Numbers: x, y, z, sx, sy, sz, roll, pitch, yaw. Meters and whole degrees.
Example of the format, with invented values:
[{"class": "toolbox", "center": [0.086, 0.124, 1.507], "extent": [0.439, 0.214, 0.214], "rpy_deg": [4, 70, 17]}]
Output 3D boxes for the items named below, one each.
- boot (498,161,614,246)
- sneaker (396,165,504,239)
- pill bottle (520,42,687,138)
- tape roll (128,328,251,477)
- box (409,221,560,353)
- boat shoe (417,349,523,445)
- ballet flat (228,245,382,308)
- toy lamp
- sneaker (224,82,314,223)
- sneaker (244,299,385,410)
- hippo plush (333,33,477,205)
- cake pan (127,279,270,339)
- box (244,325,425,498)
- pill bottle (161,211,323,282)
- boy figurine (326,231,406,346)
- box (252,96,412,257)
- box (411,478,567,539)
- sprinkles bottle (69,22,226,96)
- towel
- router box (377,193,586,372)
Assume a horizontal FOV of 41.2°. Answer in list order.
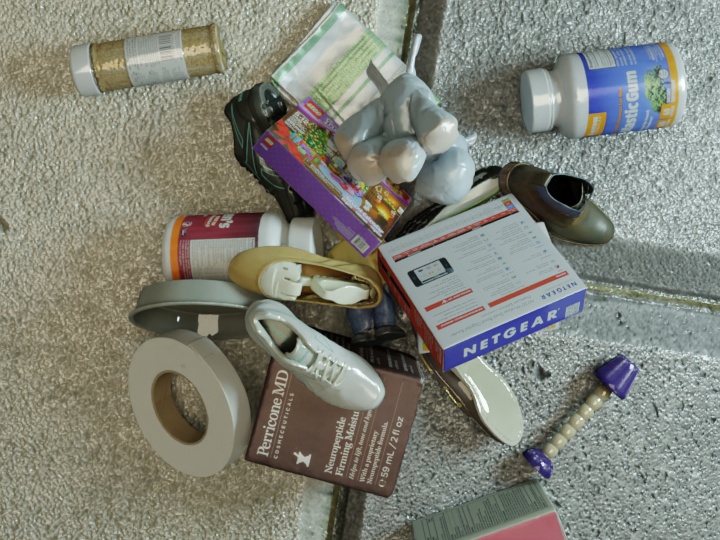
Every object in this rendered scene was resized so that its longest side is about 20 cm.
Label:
[{"class": "boot", "center": [0.282, -0.080, 1.273], "extent": [0.199, 0.097, 0.075], "rpy_deg": [25, 88, -24]}, {"class": "sneaker", "center": [0.131, -0.054, 1.310], "extent": [0.199, 0.077, 0.089], "rpy_deg": [-35, 104, 5]}, {"class": "pill bottle", "center": [0.318, -0.235, 1.271], "extent": [0.198, 0.112, 0.113], "rpy_deg": [-8, 96, -1]}, {"class": "tape roll", "center": [-0.231, 0.177, 1.283], "extent": [0.202, 0.037, 0.205], "rpy_deg": [14, 114, 33]}, {"class": "box", "center": [0.161, 0.023, 1.273], "extent": [0.198, 0.113, 0.102], "rpy_deg": [-10, 140, -4]}, {"class": "boat shoe", "center": [0.153, 0.162, 1.337], "extent": [0.201, 0.059, 0.072], "rpy_deg": [53, 52, -9]}, {"class": "ballet flat", "center": [-0.063, 0.011, 1.187], "extent": [0.198, 0.063, 0.069], "rpy_deg": [5, 113, -16]}, {"class": "toy lamp", "center": [0.312, 0.202, 1.347], "extent": [0.058, 0.058, 0.200], "rpy_deg": [43, 95, -5]}, {"class": "sneaker", "center": [-0.121, -0.152, 1.301], "extent": [0.079, 0.075, 0.202], "rpy_deg": [-13, 103, 28]}, {"class": "sneaker", "center": [-0.058, 0.110, 1.153], "extent": [0.199, 0.080, 0.071], "rpy_deg": [34, 90, -4]}, {"class": "hippo plush", "center": [0.066, -0.160, 1.253], "extent": [0.158, 0.201, 0.161], "rpy_deg": [-28, 140, 15]}, {"class": "cake pan", "center": [-0.203, 0.052, 1.257], "extent": [0.198, 0.200, 0.037], "rpy_deg": [1, 74, -1]}, {"class": "box", "center": [-0.034, 0.180, 1.281], "extent": [0.198, 0.164, 0.167], "rpy_deg": [15, 96, -3]}, {"class": "pill bottle", "center": [-0.153, -0.022, 1.270], "extent": [0.198, 0.110, 0.111], "rpy_deg": [-2, 96, 8]}, {"class": "boy figurine", "center": [0.000, 0.000, 1.288], "extent": [0.124, 0.064, 0.202], "rpy_deg": [-22, 72, 30]}, {"class": "box", "center": [-0.032, -0.125, 1.243], "extent": [0.200, 0.137, 0.039], "rpy_deg": [44, 124, -5]}, {"class": "box", "center": [0.182, 0.388, 1.326], "extent": [0.198, 0.128, 0.110], "rpy_deg": [-20, 97, 2]}, {"class": "sprinkles bottle", "center": [-0.281, -0.280, 1.274], "extent": [0.198, 0.068, 0.069], "rpy_deg": [-9, 96, 0]}, {"class": "towel", "center": [-0.008, -0.246, 1.303], "extent": [0.200, 0.031, 0.149], "rpy_deg": [42, 94, -5]}, {"class": "router box", "center": [0.146, 0.010, 1.185], "extent": [0.199, 0.049, 0.180], "rpy_deg": [-21, 52, -13]}]
